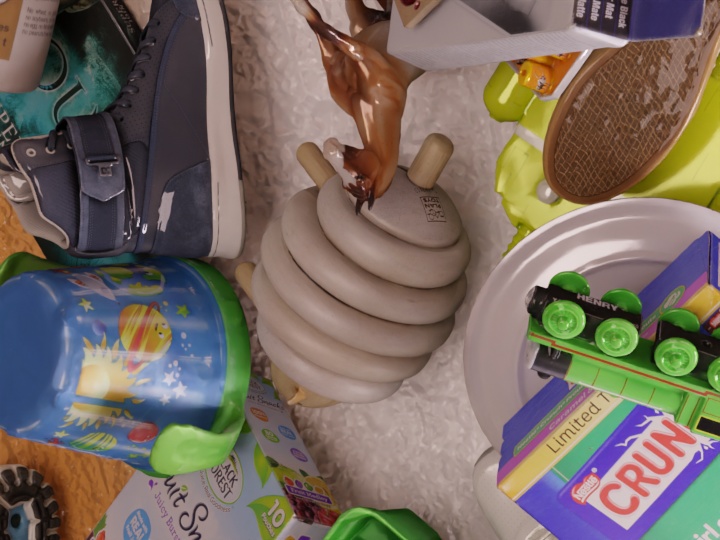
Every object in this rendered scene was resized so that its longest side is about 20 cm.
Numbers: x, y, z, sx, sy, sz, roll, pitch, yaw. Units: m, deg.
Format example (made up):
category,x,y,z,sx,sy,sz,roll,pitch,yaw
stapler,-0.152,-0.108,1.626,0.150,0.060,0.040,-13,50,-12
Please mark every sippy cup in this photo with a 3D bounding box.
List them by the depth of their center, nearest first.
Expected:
category,x,y,z,sx,sy,sz,roll,pitch,yaw
sippy cup,-0.156,0.053,1.451,0.177,0.130,0.141,-6,82,43

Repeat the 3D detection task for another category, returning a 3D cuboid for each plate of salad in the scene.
category,x,y,z,sx,sy,sz,roll,pitch,yaw
plate of salad,0.158,0.047,1.373,0.199,0.048,0.201,2,116,3

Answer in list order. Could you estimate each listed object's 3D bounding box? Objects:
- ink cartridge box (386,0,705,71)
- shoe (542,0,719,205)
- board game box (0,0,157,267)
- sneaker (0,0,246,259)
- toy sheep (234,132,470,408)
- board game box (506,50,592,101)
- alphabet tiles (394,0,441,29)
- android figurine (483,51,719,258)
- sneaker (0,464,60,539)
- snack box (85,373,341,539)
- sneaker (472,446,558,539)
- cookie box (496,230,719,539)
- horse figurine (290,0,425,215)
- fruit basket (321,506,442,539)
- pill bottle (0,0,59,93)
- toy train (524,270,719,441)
category,x,y,z,sx,sy,sz,roll,pitch,yaw
ink cartridge box,0.104,-0.214,1.302,0.199,0.040,0.201,-3,76,46
shoe,0.166,-0.125,1.339,0.070,0.053,0.201,31,107,-1
board game box,-0.176,-0.089,1.549,0.135,0.028,0.201,-36,80,25
sneaker,-0.151,-0.104,1.462,0.145,0.077,0.204,-3,76,-13
toy sheep,0.000,0.000,1.423,0.138,0.138,0.201,36,122,17
board game box,0.105,-0.229,1.355,0.200,0.026,0.200,-55,46,20
alphabet tiles,0.070,-0.254,1.315,0.200,0.008,0.168,-40,51,30
android figurine,0.154,-0.072,1.391,0.182,0.041,0.201,38,108,17
sneaker,-0.243,0.226,1.605,0.090,0.078,0.201,2,93,44
snack box,-0.103,0.179,1.498,0.200,0.053,0.142,-53,43,20
sneaker,0.133,0.181,1.407,0.070,0.080,0.200,-46,75,24
cookie box,0.203,0.110,1.328,0.200,0.075,0.171,40,112,-10
horse figurine,0.001,-0.136,1.389,0.050,0.200,0.133,-27,110,25
fruit basket,0.026,0.253,1.387,0.216,0.215,0.156,43,111,15
pill bottle,-0.230,-0.218,1.485,0.114,0.114,0.201,17,98,22
toy train,0.175,0.056,1.248,0.199,0.042,0.057,18,123,-1
